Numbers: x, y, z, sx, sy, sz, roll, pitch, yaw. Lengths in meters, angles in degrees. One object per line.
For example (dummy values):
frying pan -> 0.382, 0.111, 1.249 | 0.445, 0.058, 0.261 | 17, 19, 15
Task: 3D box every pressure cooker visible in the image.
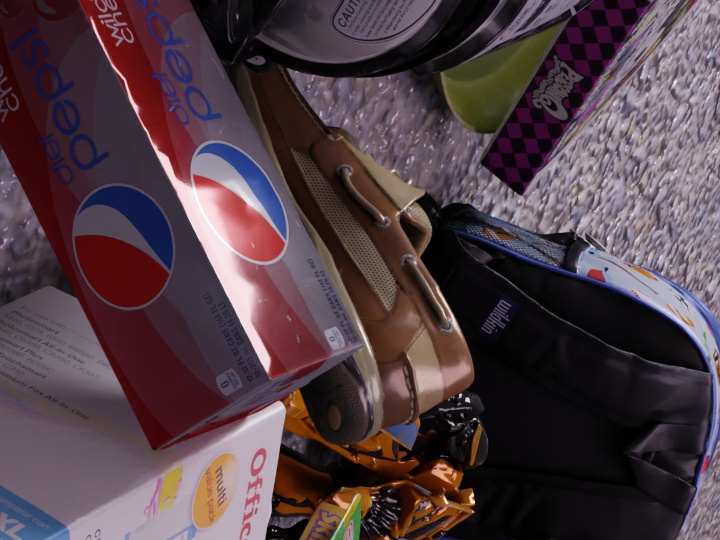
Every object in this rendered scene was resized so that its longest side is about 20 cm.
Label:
pressure cooker -> 0.010, -0.169, 1.015 | 0.200, 0.178, 0.177 | -29, 117, -50

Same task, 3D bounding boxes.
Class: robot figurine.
robot figurine -> -0.020, 0.096, 1.235 | 0.145, 0.058, 0.200 | -36, 142, 17

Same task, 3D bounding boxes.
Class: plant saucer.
plant saucer -> 0.086, -0.169, 1.310 | 0.200, 0.031, 0.201 | -43, 147, -37

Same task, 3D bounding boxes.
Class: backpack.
backpack -> 0.099, 0.069, 1.362 | 0.154, 0.189, 0.201 | -34, 142, -65

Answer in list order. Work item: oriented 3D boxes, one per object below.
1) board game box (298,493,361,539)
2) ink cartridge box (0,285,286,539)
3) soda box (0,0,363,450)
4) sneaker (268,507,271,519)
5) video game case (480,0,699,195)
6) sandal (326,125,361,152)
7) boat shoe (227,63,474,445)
board game box -> -0.031, 0.202, 1.220 | 0.096, 0.030, 0.201 | -60, 164, -47
ink cartridge box -> -0.126, 0.103, 0.973 | 0.200, 0.125, 0.129 | -27, 135, -51
soda box -> -0.081, -0.041, 0.931 | 0.063, 0.201, 0.070 | -32, 172, 32
sneaker -> -0.069, 0.053, 1.081 | 0.077, 0.099, 0.202 | -10, 102, -20
video game case -> 0.149, -0.146, 1.284 | 0.181, 0.036, 0.200 | -47, 174, -30
sandal -> 0.000, 0.000, 1.232 | 0.054, 0.081, 0.201 | -14, 142, -8
boat shoe -> -0.007, -0.011, 1.096 | 0.073, 0.201, 0.076 | -12, 142, -13
